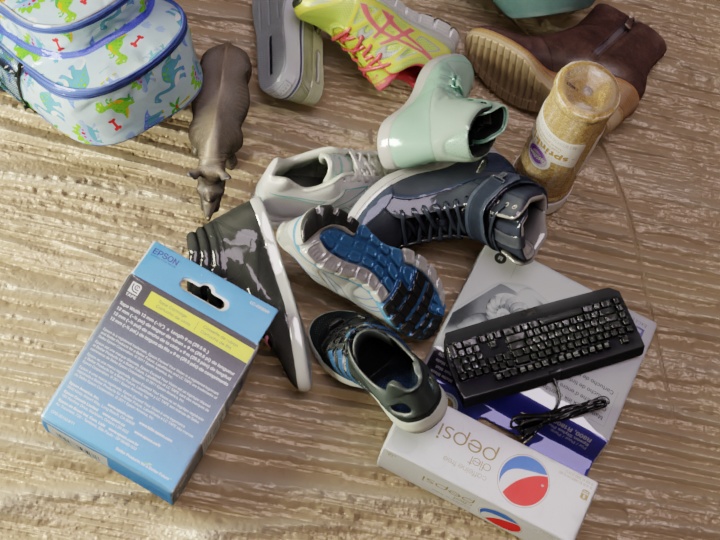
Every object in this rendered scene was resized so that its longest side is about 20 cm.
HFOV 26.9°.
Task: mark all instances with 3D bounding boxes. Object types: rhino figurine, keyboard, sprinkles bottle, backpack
[{"bbox_3d":[-0.146,-0.140,1.526,0.059,0.088,0.202,8,64,-5],"label":"rhino figurine"},{"bbox_3d":[0.186,0.093,1.467,0.198,0.021,0.128,-15,70,-15],"label":"keyboard"},{"bbox_3d":[0.202,-0.131,1.518,0.067,0.200,0.069,4,64,-8],"label":"sprinkles bottle"},{"bbox_3d":[-0.265,-0.229,1.486,0.182,0.148,0.200,-37,56,-22],"label":"backpack"}]

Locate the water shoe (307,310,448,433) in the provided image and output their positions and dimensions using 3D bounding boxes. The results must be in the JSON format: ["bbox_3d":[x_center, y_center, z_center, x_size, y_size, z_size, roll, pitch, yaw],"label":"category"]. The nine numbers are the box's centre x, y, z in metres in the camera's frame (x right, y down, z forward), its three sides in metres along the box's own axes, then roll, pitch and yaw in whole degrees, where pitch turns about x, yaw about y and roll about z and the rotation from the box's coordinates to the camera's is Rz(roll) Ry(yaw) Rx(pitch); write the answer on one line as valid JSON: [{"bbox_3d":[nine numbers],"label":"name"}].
[{"bbox_3d":[0.011,0.074,1.415,0.071,0.079,0.200,-39,42,-15],"label":"water shoe"}]

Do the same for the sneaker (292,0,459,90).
[{"bbox_3d":[0.016,-0.239,1.586,0.198,0.078,0.091,17,76,-25],"label":"sneaker"}]

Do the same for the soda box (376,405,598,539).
[{"bbox_3d":[0.119,0.193,1.427,0.198,0.064,0.069,26,68,5],"label":"soda box"}]

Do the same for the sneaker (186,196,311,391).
[{"bbox_3d":[-0.112,0.035,1.468,0.098,0.071,0.202,-18,74,-4],"label":"sneaker"}]

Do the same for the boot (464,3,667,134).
[{"bbox_3d":[0.227,-0.243,1.662,0.199,0.073,0.167,31,52,7],"label":"boot"}]

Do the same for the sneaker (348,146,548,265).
[{"bbox_3d":[0.093,-0.047,1.498,0.201,0.078,0.146,-27,41,-17],"label":"sneaker"}]

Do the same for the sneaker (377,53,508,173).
[{"bbox_3d":[0.108,-0.161,1.536,0.117,0.074,0.201,1,34,27],"label":"sneaker"}]

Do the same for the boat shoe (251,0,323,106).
[{"bbox_3d":[-0.074,-0.263,1.616,0.062,0.072,0.202,25,54,-38],"label":"boat shoe"}]

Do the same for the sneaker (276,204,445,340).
[{"bbox_3d":[0.000,0.000,1.482,0.199,0.086,0.075,38,70,-27],"label":"sneaker"}]

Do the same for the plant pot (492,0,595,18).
[{"bbox_3d":[0.199,-0.350,1.644,0.198,0.200,0.136,-11,103,-14],"label":"plant pot"}]

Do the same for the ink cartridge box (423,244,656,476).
[{"bbox_3d":[0.171,0.093,1.498,0.198,0.041,0.201,27,64,3],"label":"ink cartridge box"}]

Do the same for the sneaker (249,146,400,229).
[{"bbox_3d":[-0.011,-0.091,1.531,0.198,0.080,0.071,-12,66,-18],"label":"sneaker"}]

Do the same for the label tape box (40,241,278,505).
[{"bbox_3d":[-0.186,0.095,1.413,0.142,0.066,0.201,28,69,5],"label":"label tape box"}]
